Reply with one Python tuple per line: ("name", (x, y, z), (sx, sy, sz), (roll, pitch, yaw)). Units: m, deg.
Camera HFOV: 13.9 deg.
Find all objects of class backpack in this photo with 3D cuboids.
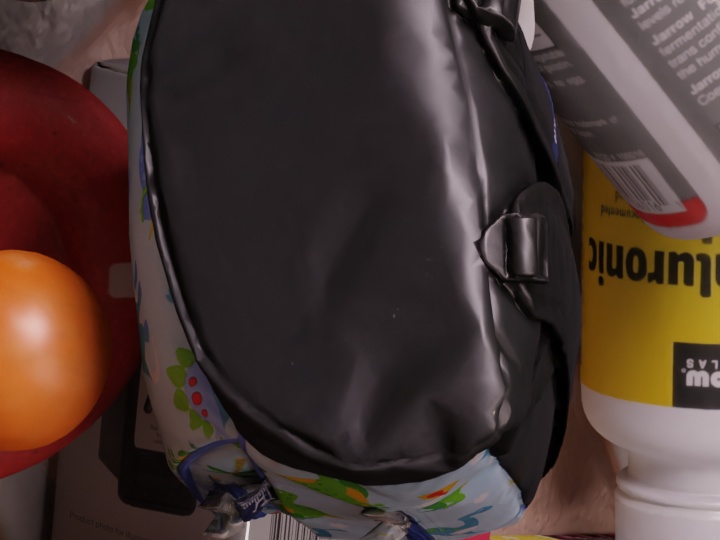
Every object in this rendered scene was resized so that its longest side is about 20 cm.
("backpack", (0.000, 0.000, 0.786), (0.200, 0.153, 0.164), (30, 49, -67))

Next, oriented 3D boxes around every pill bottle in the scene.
("pill bottle", (0.141, 0.011, 1.149), (0.111, 0.111, 0.201), (-14, 106, -52))
("pill bottle", (0.086, -0.117, 0.992), (0.200, 0.114, 0.114), (49, 59, -22))

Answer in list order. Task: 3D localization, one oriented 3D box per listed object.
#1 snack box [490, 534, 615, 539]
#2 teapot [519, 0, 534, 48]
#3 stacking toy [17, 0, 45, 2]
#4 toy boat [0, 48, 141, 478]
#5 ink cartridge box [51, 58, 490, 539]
("snack box", (0.120, 0.152, 1.132), (0.200, 0.168, 0.068), (5, 98, -54))
("teapot", (0.047, -0.189, 0.842), (0.198, 0.200, 0.146), (58, 18, 7))
("stacking toy", (-0.104, -0.171, 0.773), (0.146, 0.146, 0.201), (-15, 96, -52))
("toy boat", (-0.119, 0.013, 0.781), (0.200, 0.130, 0.131), (-17, 115, -51))
("ink cartridge box", (-0.021, 0.029, 0.966), (0.145, 0.083, 0.201), (-8, 108, -53))
